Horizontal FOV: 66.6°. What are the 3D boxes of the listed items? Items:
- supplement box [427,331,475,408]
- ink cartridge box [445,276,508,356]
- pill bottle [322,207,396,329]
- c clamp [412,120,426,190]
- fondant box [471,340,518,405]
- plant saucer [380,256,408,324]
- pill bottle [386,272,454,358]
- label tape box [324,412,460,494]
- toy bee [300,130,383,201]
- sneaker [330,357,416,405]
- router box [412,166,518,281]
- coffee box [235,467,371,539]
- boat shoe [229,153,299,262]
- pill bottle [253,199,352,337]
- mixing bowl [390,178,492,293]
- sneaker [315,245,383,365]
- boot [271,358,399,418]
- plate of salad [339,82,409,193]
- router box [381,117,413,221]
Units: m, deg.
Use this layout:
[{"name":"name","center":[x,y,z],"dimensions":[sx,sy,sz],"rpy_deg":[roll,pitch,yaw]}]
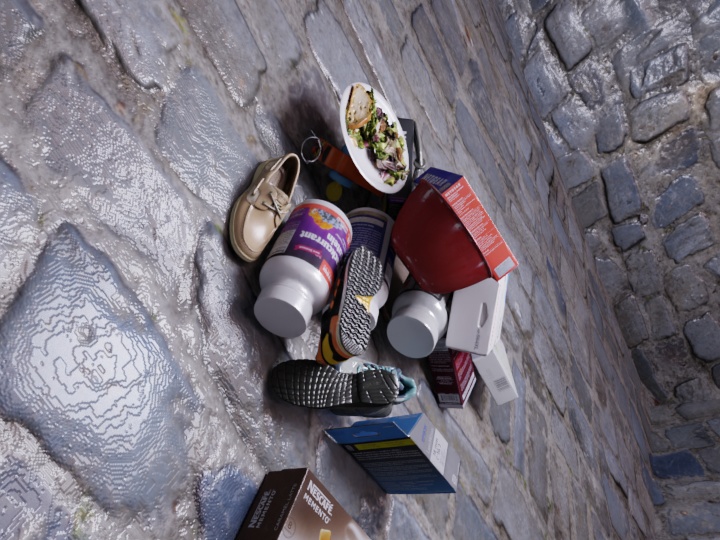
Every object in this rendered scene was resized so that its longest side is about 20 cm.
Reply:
[{"name":"supplement box","center":[0.189,0.178,1.175],"dimensions":[0.109,0.059,0.206],"rpy_deg":[-42,122,-54]},{"name":"ink cartridge box","center":[0.233,0.072,1.070],"dimensions":[0.199,0.082,0.151],"rpy_deg":[-2,101,-69]},{"name":"pill bottle","center":[0.000,0.000,0.957],"dimensions":[0.116,0.113,0.204],"rpy_deg":[45,43,-34]},{"name":"c clamp","center":[0.116,-0.214,1.199],"dimensions":[0.202,0.026,0.175],"rpy_deg":[96,-10,-59]},{"name":"fondant box","center":[0.311,0.198,1.323],"dimensions":[0.146,0.057,0.202],"rpy_deg":[58,17,-23]},{"name":"plant saucer","center":[0.085,0.048,1.134],"dimensions":[0.198,0.031,0.206],"rpy_deg":[28,54,-46]},{"name":"pill bottle","center":[0.125,0.065,1.057],"dimensions":[0.118,0.114,0.201],"rpy_deg":[59,37,-19]},{"name":"label tape box","center":[0.056,0.284,0.893],"dimensions":[0.201,0.141,0.064],"rpy_deg":[53,39,-28]},{"name":"toy bee","center":[-0.037,-0.207,0.995],"dimensions":[0.201,0.131,0.109],"rpy_deg":[49,-3,-41]},{"name":"sneaker","center":[0.026,0.183,0.942],"dimensions":[0.198,0.085,0.080],"rpy_deg":[28,53,-47]},{"name":"router box","center":[0.180,-0.089,0.973],"dimensions":[0.181,0.048,0.200],"rpy_deg":[54,2,-16]},{"name":"coffee box","center":[-0.064,0.376,0.735],"dimensions":[0.202,0.078,0.115],"rpy_deg":[57,37,-24]},{"name":"boat shoe","center":[-0.143,-0.105,0.838],"dimensions":[0.071,0.063,0.204],"rpy_deg":[43,44,-37]},{"name":"pill bottle","center":[-0.088,-0.004,0.834],"dimensions":[0.112,0.109,0.203],"rpy_deg":[50,40,-29]},{"name":"mixing bowl","center":[0.119,-0.037,0.920],"dimensions":[0.202,0.107,0.200],"rpy_deg":[53,3,-4]},{"name":"sneaker","center":[-0.025,0.049,0.822],"dimensions":[0.070,0.089,0.204],"rpy_deg":[38,42,-25]},{"name":"boot","center":[-0.039,0.196,0.839],"dimensions":[0.132,0.193,0.070],"rpy_deg":[104,-8,-60]},{"name":"plate of salad","center":[0.036,-0.239,0.973],"dimensions":[0.198,0.047,0.206],"rpy_deg":[25,58,-46]},{"name":"router box","center":[0.074,-0.184,1.123],"dimensions":[0.150,0.049,0.205],"rpy_deg":[98,-3,-60]}]
